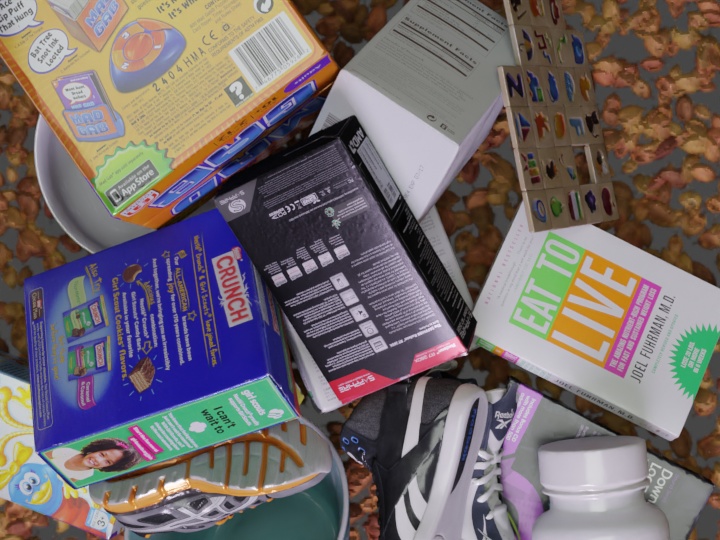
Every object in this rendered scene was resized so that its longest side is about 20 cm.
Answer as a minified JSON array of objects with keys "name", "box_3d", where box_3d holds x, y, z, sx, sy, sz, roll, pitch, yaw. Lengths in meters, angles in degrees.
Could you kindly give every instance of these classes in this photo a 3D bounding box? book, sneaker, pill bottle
[{"name":"book","box_3d":[0.200,0.040,1.361,0.199,0.048,0.135,25,73,2]},{"name":"sneaker","box_3d":[-0.115,0.168,1.292,0.198,0.078,0.079,-10,46,15]},{"name":"sneaker","box_3d":[0.103,0.160,1.336,0.130,0.079,0.200,-46,68,16]},{"name":"pill bottle","box_3d":[0.198,0.241,1.310,0.113,0.114,0.202,-5,90,6]},{"name":"sneaker","box_3d":[0.026,0.179,1.293,0.111,0.073,0.202,13,81,28]}]

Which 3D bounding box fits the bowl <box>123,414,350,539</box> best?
[{"name":"bowl","box_3d":[-0.088,0.225,1.358,0.199,0.105,0.203,-10,59,16]}]

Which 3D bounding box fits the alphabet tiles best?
[{"name":"alphabet tiles","box_3d":[0.159,-0.135,1.331,0.007,0.167,0.202,-12,88,33]}]

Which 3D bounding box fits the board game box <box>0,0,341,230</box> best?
[{"name":"board game box","box_3d":[-0.149,-0.174,1.256,0.199,0.200,0.201,-36,86,3]}]

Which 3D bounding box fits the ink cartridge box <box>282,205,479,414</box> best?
[{"name":"ink cartridge box","box_3d":[0.000,0.000,1.377,0.160,0.050,0.202,-21,86,-13]}]

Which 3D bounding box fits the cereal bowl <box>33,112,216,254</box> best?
[{"name":"cereal bowl","box_3d":[-0.178,-0.101,1.398,0.198,0.083,0.202,0,90,5]}]

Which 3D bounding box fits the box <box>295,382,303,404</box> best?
[{"name":"box","box_3d":[-0.148,0.076,1.360,0.199,0.075,0.050,19,64,27]}]

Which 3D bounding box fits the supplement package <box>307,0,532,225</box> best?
[{"name":"supplement package","box_3d":[0.048,-0.135,1.307,0.109,0.200,0.114,33,129,4]}]

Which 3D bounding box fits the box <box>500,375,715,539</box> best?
[{"name":"box","box_3d":[0.185,0.200,1.386,0.199,0.036,0.144,27,93,4]}]

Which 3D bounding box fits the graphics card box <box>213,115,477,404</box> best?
[{"name":"graphics card box","box_3d":[-0.010,-0.006,1.248,0.125,0.051,0.201,-24,109,27]}]

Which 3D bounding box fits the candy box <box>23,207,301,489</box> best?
[{"name":"candy box","box_3d":[-0.160,0.059,1.283,0.198,0.077,0.170,-19,55,11]}]

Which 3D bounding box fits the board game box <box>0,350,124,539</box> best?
[{"name":"board game box","box_3d":[-0.280,0.144,1.399,0.198,0.105,0.104,20,92,6]}]
